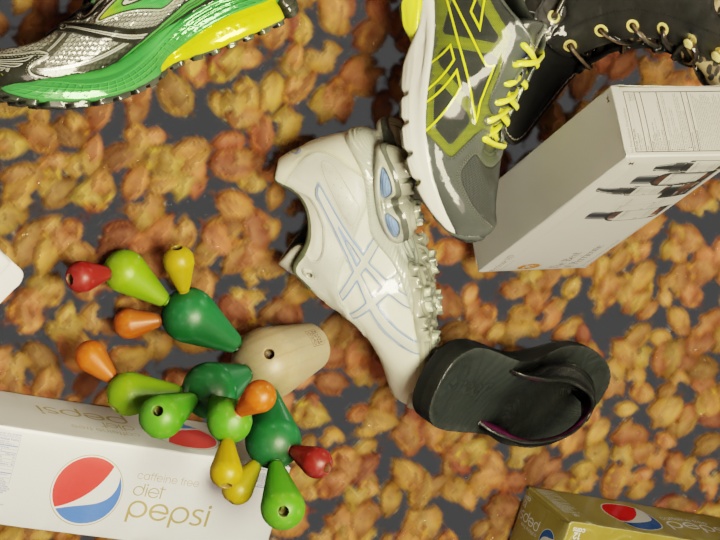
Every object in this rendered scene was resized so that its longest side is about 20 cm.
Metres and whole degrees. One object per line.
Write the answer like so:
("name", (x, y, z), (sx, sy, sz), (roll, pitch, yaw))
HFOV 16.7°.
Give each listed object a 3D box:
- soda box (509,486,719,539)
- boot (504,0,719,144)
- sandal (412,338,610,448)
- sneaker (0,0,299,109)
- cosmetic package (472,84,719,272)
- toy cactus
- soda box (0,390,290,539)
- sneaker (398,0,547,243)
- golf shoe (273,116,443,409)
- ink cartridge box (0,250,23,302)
("soda box", (0.200, 0.204, 1.693), (0.200, 0.064, 0.068), (12, 103, -28))
("boot", (0.170, -0.144, 1.499), (0.200, 0.151, 0.073), (-57, 151, -2))
("sandal", (0.108, 0.086, 1.578), (0.200, 0.048, 0.075), (4, 113, -53))
("sneaker", (-0.136, -0.151, 1.406), (0.200, 0.078, 0.085), (-29, 112, -24))
("cosmetic package", (0.145, -0.053, 1.502), (0.082, 0.200, 0.051), (0, 71, -24))
("toy cactus", (-0.076, 0.057, 1.478), (0.165, 0.200, 0.102), (-21, 152, -53))
("soda box", (-0.149, 0.123, 1.494), (0.200, 0.068, 0.064), (12, 103, -28))
("sneaker", (0.071, -0.117, 1.464), (0.085, 0.074, 0.200), (-5, 90, 21))
("golf shoe", (0.000, 0.000, 1.534), (0.097, 0.078, 0.200), (-8, 117, 7))
("ink cartridge box", (-0.283, -0.011, 1.382), (0.116, 0.067, 0.200), (-47, 121, -4))
